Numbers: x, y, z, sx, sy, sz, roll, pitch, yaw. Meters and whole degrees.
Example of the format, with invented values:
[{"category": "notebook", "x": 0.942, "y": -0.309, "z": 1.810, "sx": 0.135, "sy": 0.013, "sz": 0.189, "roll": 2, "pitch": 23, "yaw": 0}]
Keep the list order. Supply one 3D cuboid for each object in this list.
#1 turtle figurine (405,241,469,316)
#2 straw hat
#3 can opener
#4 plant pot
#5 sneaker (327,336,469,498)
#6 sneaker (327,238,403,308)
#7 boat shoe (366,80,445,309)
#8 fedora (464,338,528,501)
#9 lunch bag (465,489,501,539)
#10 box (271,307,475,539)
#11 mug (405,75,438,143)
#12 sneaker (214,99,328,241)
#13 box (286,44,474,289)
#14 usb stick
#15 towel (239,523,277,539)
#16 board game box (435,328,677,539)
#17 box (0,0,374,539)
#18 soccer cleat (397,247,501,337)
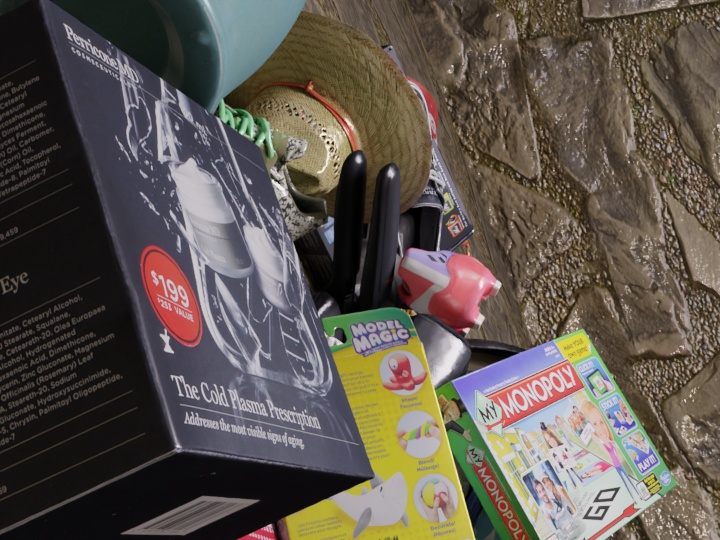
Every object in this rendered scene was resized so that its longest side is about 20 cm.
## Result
[{"category": "turtle figurine", "x": 0.051, "y": 0.064, "z": 1.211, "sx": 0.200, "sy": 0.064, "sz": 0.163, "roll": -38, "pitch": 125, "yaw": -48}, {"category": "straw hat", "x": -0.052, "y": -0.095, "z": 0.946, "sx": 0.085, "sy": 0.200, "sz": 0.202, "roll": -47, "pitch": 120, "yaw": -41}, {"category": "can opener", "x": 0.000, "y": 0.000, "z": 0.916, "sx": 0.079, "sy": 0.063, "sz": 0.201, "roll": -60, "pitch": 169, "yaw": -50}, {"category": "plant pot", "x": -0.114, "y": -0.164, "z": 0.639, "sx": 0.189, "sy": 0.199, "sz": 0.201, "roll": -80, "pitch": 149, "yaw": -46}, {"category": "sneaker", "x": -0.019, "y": 0.099, "z": 0.893, "sx": 0.199, "sy": 0.080, "sz": 0.129, "roll": 36, "pitch": -5, "yaw": -19}, {"category": "sneaker", "x": 0.006, "y": 0.076, "z": 1.061, "sx": 0.091, "sy": 0.075, "sz": 0.201, "roll": -52, "pitch": 133, "yaw": -47}, {"category": "boat shoe", "x": 0.043, "y": -0.066, "z": 1.081, "sx": 0.071, "sy": 0.068, "sz": 0.202, "roll": 4, "pitch": 91, "yaw": -37}, {"category": "fedora", "x": 0.087, "y": 0.138, "z": 0.984, "sx": 0.201, "sy": 0.199, "sz": 0.092, "roll": 55, "pitch": 33, "yaw": -50}, {"category": "lunch bag", "x": 0.095, "y": 0.242, "z": 0.900, "sx": 0.162, "sy": 0.082, "sz": 0.200, "roll": -65, "pitch": 162, "yaw": -13}, {"category": "box", "x": -0.002, "y": 0.126, "z": 0.749, "sx": 0.048, "sy": 0.116, "sz": 0.202, "roll": 135, "pitch": -55, "yaw": -64}, {"category": "mug", "x": 0.040, "y": -0.083, "z": 1.304, "sx": 0.177, "sy": 0.133, "sz": 0.201, "roll": 33, "pitch": 35, "yaw": -32}, {"category": "sneaker", "x": -0.083, "y": -0.088, "z": 0.864, "sx": 0.077, "sy": 0.088, "sz": 0.200, "roll": -100, "pitch": 164, "yaw": -46}, {"category": "box", "x": 0.004, "y": -0.077, "z": 1.124, "sx": 0.049, "sy": 0.161, "sz": 0.201, "roll": 5, "pitch": -54, "yaw": 54}, {"category": "usb stick", "x": 0.012, "y": 0.116, "z": 0.802, "sx": 0.055, "sy": 0.033, "sz": 0.201, "roll": 39, "pitch": 62, "yaw": -15}, {"category": "towel", "x": -0.072, "y": 0.161, "z": 0.642, "sx": 0.145, "sy": 0.022, "sz": 0.201, "roll": 41, "pitch": 28, "yaw": -63}, {"category": "board game box", "x": 0.135, "y": 0.120, "z": 0.850, "sx": 0.199, "sy": 0.029, "sz": 0.135, "roll": -13, "pitch": 71, "yaw": -55}, {"category": "box", "x": -0.098, "y": 0.018, "z": 0.527, "sx": 0.183, "sy": 0.104, "sz": 0.200, "roll": 69, "pitch": 14, "yaw": 18}, {"category": "soccer cleat", "x": 0.062, "y": 0.017, "z": 0.986, "sx": 0.076, "sy": 0.067, "sz": 0.200, "roll": 30, "pitch": -5, "yaw": 2}]
